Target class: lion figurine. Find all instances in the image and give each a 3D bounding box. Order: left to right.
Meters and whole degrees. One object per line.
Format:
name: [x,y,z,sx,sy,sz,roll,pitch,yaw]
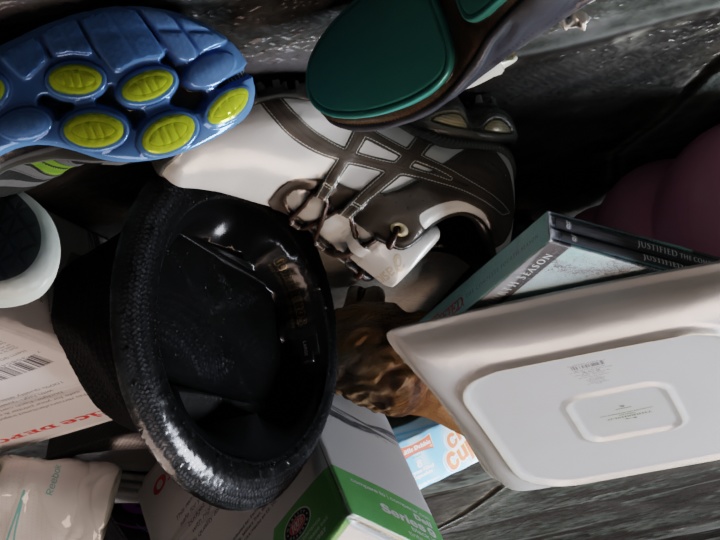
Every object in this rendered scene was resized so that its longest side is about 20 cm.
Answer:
lion figurine: [0.071,0.072,1.393,0.200,0.073,0.122,38,134,-22]

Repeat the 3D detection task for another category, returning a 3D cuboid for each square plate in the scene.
square plate: [0.137,0.065,1.284,0.199,0.029,0.198,-12,149,16]

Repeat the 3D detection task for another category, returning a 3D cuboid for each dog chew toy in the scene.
dog chew toy: [0.187,-0.012,1.368,0.124,0.126,0.199,7,163,-42]

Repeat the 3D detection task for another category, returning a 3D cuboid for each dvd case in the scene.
dvd case: [0.142,0.031,1.275,0.199,0.022,0.146,16,146,-26]

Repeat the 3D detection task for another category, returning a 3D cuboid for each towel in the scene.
towel: [0.000,0.000,1.431,0.199,0.035,0.132,3,156,-35]

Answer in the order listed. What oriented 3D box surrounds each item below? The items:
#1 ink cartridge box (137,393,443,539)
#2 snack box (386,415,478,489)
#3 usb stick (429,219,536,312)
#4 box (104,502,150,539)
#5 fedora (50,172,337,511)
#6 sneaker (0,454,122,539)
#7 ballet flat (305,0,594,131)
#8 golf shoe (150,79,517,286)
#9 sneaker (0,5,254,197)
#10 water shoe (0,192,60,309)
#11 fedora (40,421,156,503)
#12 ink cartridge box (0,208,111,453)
ink cartridge box: [-0.042,0.146,1.390,0.084,0.200,0.146,27,111,-29]
snack box: [0.075,0.079,1.530,0.199,0.037,0.116,-23,-163,-24]
usb stick: [0.075,0.021,1.423,0.055,0.033,0.200,6,157,-16]
box: [-0.054,0.198,1.511,0.199,0.143,0.036,6,118,-36]
fedora: [-0.096,0.034,1.276,0.091,0.202,0.200,-4,167,32]
sneaker: [-0.205,0.153,1.490,0.080,0.071,0.200,18,151,-11]
ballet flat: [0.056,-0.113,1.069,0.073,0.074,0.200,4,155,-37]
golf shoe: [-0.007,-0.040,1.212,0.198,0.095,0.078,-1,160,-23]
sneaker: [-0.147,-0.074,1.104,0.198,0.071,0.083,-14,-175,3]
water shoe: [-0.216,-0.001,1.185,0.199,0.072,0.079,5,144,32]
fedora: [-0.129,0.097,1.557,0.198,0.091,0.177,3,157,-16]
ink cartridge box: [-0.209,0.032,1.331,0.145,0.085,0.200,-16,160,20]
